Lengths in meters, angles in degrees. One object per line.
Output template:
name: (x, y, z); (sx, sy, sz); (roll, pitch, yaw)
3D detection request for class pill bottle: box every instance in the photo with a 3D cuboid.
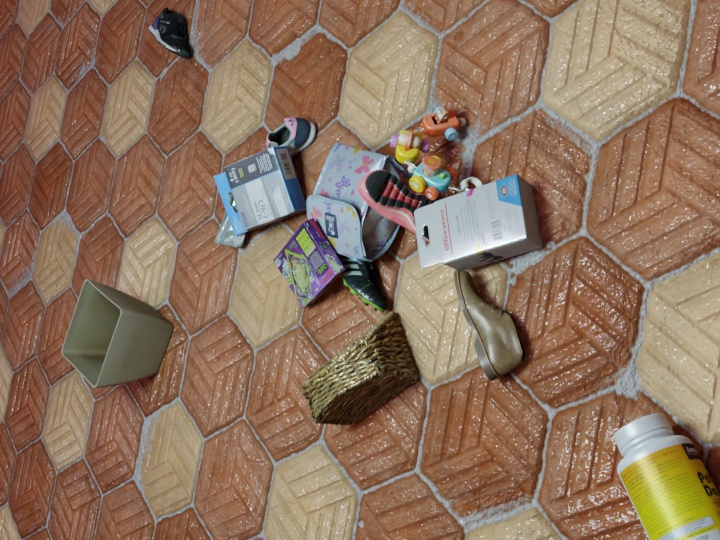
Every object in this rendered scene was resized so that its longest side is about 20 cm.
pill bottle: (0.419, 0.299, 1.261); (0.109, 0.109, 0.200); (-41, 55, 32)

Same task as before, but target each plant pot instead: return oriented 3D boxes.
plant pot: (-0.572, 0.158, 2.256); (0.200, 0.177, 0.200); (30, 103, 44)

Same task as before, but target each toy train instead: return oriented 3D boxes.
toy train: (0.135, -0.216, 1.636); (0.056, 0.150, 0.200); (91, 164, -54)

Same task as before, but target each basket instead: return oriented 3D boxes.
basket: (-0.020, 0.174, 1.714); (0.200, 0.143, 0.149); (-39, 56, 33)

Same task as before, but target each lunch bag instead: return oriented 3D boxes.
lunch bag: (-0.008, -0.125, 1.772); (0.169, 0.127, 0.200); (23, 90, 48)

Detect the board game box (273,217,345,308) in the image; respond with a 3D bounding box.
board game box: (-0.103, -0.011, 1.838); (0.120, 0.032, 0.200); (62, 150, 9)

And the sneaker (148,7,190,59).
sneaker: (-0.484, -0.622, 2.425); (0.088, 0.076, 0.200); (-55, 48, 13)

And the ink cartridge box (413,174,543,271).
ink cartridge box: (0.196, -0.072, 1.581); (0.200, 0.068, 0.115); (-17, 68, 30)

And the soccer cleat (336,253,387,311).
soccer cleat: (0.000, 0.000, 1.794); (0.081, 0.067, 0.200); (-49, 49, 10)

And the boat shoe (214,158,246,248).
boat shoe: (-0.281, -0.153, 2.099); (0.074, 0.065, 0.203); (-165, 83, -73)

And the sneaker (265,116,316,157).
sneaker: (-0.186, -0.263, 2.028); (0.200, 0.082, 0.070); (-43, 53, 31)

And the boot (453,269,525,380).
boot: (0.214, 0.079, 1.564); (0.075, 0.074, 0.200); (-28, 64, 16)

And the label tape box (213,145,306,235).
label tape box: (-0.227, -0.165, 1.997); (0.200, 0.066, 0.144); (-18, 91, 26)

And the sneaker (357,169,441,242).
sneaker: (0.080, -0.113, 1.666); (0.074, 0.200, 0.087); (-60, 19, -11)
